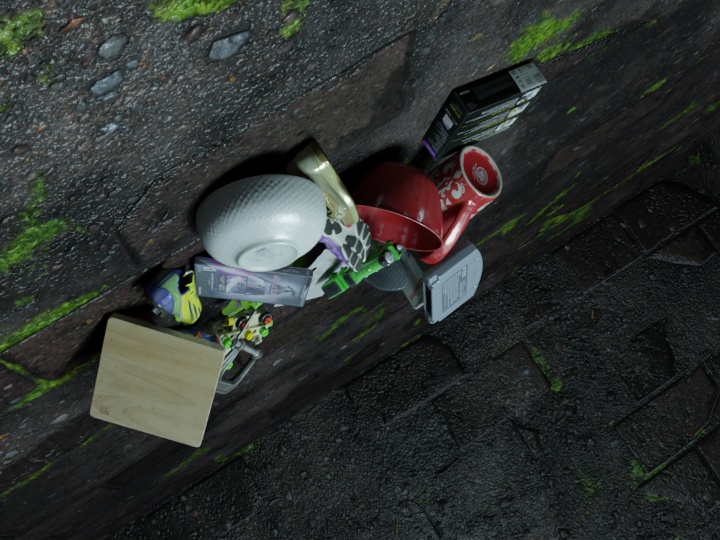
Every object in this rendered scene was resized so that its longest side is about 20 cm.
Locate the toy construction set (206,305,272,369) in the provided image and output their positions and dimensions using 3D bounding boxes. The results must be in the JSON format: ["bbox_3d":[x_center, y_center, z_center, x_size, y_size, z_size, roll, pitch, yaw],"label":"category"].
[{"bbox_3d":[-0.252,0.136,1.705,0.199,0.091,0.133,-27,142,-57],"label":"toy construction set"}]

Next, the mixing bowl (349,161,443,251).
[{"bbox_3d":[0.067,-0.122,1.450,0.200,0.196,0.111,75,33,-75],"label":"mixing bowl"}]

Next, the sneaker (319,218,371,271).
[{"bbox_3d":[-0.049,-0.072,1.425,0.200,0.082,0.082,47,62,-45],"label":"sneaker"}]

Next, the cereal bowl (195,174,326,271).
[{"bbox_3d":[-0.142,-0.056,1.212,0.195,0.085,0.201,-11,159,-4],"label":"cereal bowl"}]

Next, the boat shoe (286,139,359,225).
[{"bbox_3d":[-0.057,-0.124,1.281,0.062,0.074,0.201,-33,153,0],"label":"boat shoe"}]

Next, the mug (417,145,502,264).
[{"bbox_3d":[0.171,-0.118,1.543,0.131,0.181,0.199,-5,159,-41],"label":"mug"}]

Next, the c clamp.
[{"bbox_3d":[-0.237,0.174,1.618,0.172,0.027,0.200,-53,167,-11],"label":"c clamp"}]

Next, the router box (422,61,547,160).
[{"bbox_3d":[0.222,-0.286,1.471,0.197,0.052,0.149,-26,166,-29],"label":"router box"}]

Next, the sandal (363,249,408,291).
[{"bbox_3d":[0.011,-0.009,1.686,0.043,0.196,0.078,29,78,-69],"label":"sandal"}]

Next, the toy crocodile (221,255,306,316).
[{"bbox_3d":[-0.184,0.026,1.573,0.198,0.063,0.068,-32,-177,11],"label":"toy crocodile"}]

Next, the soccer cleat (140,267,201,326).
[{"bbox_3d":[-0.294,0.040,1.356,0.084,0.065,0.200,-47,169,-1],"label":"soccer cleat"}]

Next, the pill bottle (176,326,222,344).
[{"bbox_3d":[-0.358,0.174,1.549,0.112,0.113,0.199,-40,164,28],"label":"pill bottle"}]

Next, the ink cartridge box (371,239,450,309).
[{"bbox_3d":[0.106,-0.042,1.703,0.083,0.202,0.146,-28,166,-20],"label":"ink cartridge box"}]

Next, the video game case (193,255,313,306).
[{"bbox_3d":[-0.186,0.021,1.401,0.195,0.019,0.143,7,156,-8],"label":"video game case"}]

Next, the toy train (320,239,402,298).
[{"bbox_3d":[0.000,0.000,1.525,0.198,0.042,0.056,-30,-168,41],"label":"toy train"}]

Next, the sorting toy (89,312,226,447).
[{"bbox_3d":[-0.340,0.176,1.394,0.070,0.196,0.202,-84,-167,-65],"label":"sorting toy"}]

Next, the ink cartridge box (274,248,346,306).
[{"bbox_3d":[-0.083,-0.007,1.583,0.162,0.050,0.199,-46,164,21],"label":"ink cartridge box"}]

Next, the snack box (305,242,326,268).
[{"bbox_3d":[-0.067,-0.066,1.597,0.200,0.025,0.071,-43,165,30],"label":"snack box"}]

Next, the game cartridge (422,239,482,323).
[{"bbox_3d":[0.182,0.021,1.610,0.132,0.041,0.201,-32,154,-12],"label":"game cartridge"}]
